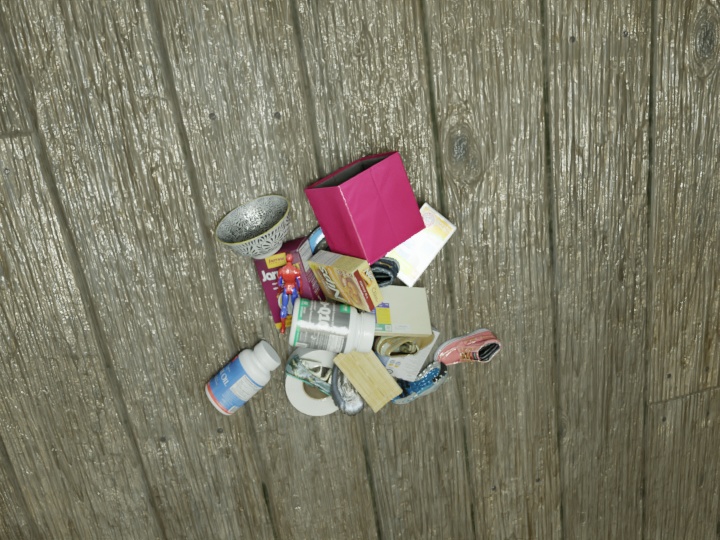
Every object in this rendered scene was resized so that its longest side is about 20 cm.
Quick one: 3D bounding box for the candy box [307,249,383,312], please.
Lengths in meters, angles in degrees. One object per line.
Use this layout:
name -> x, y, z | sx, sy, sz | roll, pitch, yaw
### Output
candy box -> -0.040, 0.022, 1.328 | 0.055, 0.198, 0.117 | -38, 120, -26

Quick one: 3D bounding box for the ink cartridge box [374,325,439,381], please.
ink cartridge box -> 0.120, 0.232, 1.542 | 0.135, 0.076, 0.203 | 21, 99, -36

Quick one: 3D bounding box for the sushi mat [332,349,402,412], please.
sushi mat -> 0.020, 0.269, 1.384 | 0.095, 0.012, 0.201 | -35, 108, 5

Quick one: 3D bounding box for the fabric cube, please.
fabric cube -> 0.011, -0.155, 1.336 | 0.198, 0.195, 0.203 | -33, 109, -24

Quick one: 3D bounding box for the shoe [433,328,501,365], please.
shoe -> 0.317, 0.240, 1.593 | 0.196, 0.091, 0.073 | -23, 109, -4

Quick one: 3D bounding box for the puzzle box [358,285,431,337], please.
puzzle box -> 0.089, 0.105, 1.420 | 0.195, 0.025, 0.136 | 5, 64, -20

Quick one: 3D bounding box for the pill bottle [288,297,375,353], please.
pill bottle -> -0.069, 0.136, 1.291 | 0.195, 0.113, 0.116 | 9, 104, -8

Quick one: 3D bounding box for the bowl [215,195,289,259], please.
bowl -> -0.252, -0.092, 1.343 | 0.197, 0.202, 0.096 | -24, 124, -3

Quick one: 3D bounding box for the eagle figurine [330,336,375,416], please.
eagle figurine -> -0.011, 0.266, 1.448 | 0.148, 0.152, 0.204 | 3, 118, -19

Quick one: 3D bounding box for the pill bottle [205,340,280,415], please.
pill bottle -> -0.316, 0.288, 1.468 | 0.199, 0.112, 0.113 | -42, 109, 1

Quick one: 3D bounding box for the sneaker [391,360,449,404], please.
sneaker -> 0.182, 0.352, 1.613 | 0.197, 0.076, 0.087 | -27, 141, 9

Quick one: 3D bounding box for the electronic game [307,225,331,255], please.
electronic game -> -0.062, -0.036, 1.465 | 0.195, 0.042, 0.205 | -3, 106, -11

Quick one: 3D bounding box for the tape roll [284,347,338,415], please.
tape roll -> -0.118, 0.306, 1.535 | 0.197, 0.071, 0.208 | -3, 106, -10

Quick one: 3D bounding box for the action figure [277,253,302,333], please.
action figure -> -0.176, 0.055, 1.337 | 0.064, 0.052, 0.205 | 4, 112, 2

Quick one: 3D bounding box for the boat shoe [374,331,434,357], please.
boat shoe -> 0.133, 0.201, 1.434 | 0.197, 0.076, 0.073 | -11, 115, -34

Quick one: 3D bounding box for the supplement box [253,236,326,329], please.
supplement box -> -0.179, 0.033, 1.412 | 0.128, 0.104, 0.204 | -12, 108, 14

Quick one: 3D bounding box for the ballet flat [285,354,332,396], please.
ballet flat -> -0.108, 0.289, 1.462 | 0.198, 0.074, 0.075 | 30, 98, -20

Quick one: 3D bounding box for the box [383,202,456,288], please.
box -> 0.155, -0.071, 1.454 | 0.112, 0.101, 0.201 | 38, 96, 0

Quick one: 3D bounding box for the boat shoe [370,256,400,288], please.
boat shoe -> 0.000, 0.000, 1.387 | 0.195, 0.091, 0.073 | 0, 109, 17

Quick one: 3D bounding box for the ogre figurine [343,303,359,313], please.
ogre figurine -> 0.015, 0.103, 1.491 | 0.117, 0.098, 0.205 | -14, 106, -2
